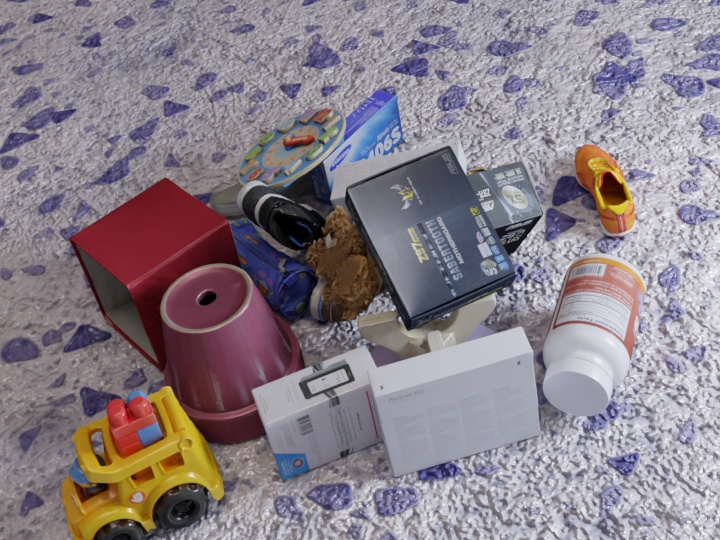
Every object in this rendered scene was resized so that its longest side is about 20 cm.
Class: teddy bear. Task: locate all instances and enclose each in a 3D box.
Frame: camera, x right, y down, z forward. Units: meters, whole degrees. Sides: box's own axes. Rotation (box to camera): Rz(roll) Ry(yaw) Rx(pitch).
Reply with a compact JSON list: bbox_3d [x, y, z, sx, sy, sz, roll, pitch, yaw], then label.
[{"bbox_3d":[-0.016,-0.011,1.462,0.199,0.066,0.147,23,90,62],"label":"teddy bear"}]

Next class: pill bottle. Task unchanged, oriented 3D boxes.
[{"bbox_3d":[0.298,0.084,1.366,0.111,0.113,0.201,7,47,21],"label":"pill bottle"}]

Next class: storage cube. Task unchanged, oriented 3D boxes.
[{"bbox_3d":[-0.289,0.004,1.562,0.179,0.173,0.199,-36,46,-25],"label":"storage cube"}]

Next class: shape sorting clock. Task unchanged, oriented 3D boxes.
[{"bbox_3d":[-0.112,-0.198,1.695,0.197,0.040,0.201,-21,31,13],"label":"shape sorting clock"}]

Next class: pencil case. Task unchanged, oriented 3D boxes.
[{"bbox_3d":[-0.145,-0.007,1.597,0.078,0.088,0.199,-36,46,-18],"label":"pencil case"}]

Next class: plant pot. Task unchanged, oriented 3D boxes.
[{"bbox_3d":[-0.185,0.099,1.427,0.197,0.181,0.202,-8,43,7],"label":"plant pot"}]

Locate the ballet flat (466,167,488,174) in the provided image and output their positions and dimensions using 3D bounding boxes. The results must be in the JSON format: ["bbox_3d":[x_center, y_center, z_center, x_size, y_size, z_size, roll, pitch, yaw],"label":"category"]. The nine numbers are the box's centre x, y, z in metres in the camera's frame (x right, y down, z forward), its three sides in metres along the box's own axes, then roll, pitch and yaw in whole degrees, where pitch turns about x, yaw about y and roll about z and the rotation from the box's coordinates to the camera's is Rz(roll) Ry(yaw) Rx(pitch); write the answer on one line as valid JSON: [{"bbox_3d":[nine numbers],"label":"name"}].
[{"bbox_3d":[0.134,-0.098,1.627,0.070,0.065,0.200,42,63,8],"label":"ballet flat"}]

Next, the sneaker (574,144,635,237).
[{"bbox_3d":[0.376,-0.138,1.607,0.072,0.078,0.201,-15,41,1],"label":"sneaker"}]

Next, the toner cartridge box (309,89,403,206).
[{"bbox_3d":[-0.007,-0.206,1.766,0.043,0.096,0.200,22,54,33],"label":"toner cartridge box"}]

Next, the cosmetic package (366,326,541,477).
[{"bbox_3d":[0.118,0.163,1.300,0.197,0.152,0.052,-15,42,-3],"label":"cosmetic package"}]

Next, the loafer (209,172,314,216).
[{"bbox_3d":[-0.160,-0.147,1.761,0.197,0.070,0.070,-20,42,-6],"label":"loafer"}]

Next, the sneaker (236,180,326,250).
[{"bbox_3d":[-0.091,-0.056,1.575,0.112,0.199,0.074,39,98,39],"label":"sneaker"}]

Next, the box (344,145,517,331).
[{"bbox_3d":[0.089,-0.044,1.368,0.156,0.051,0.202,-22,72,-11],"label":"box"}]

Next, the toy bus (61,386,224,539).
[{"bbox_3d":[-0.290,0.234,1.304,0.198,0.194,0.136,-25,45,-10],"label":"toy bus"}]

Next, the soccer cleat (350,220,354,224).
[{"bbox_3d":[0.055,-0.125,1.678,0.197,0.074,0.069,-14,42,0],"label":"soccer cleat"}]

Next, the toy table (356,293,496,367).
[{"bbox_3d":[0.090,0.092,1.409,0.197,0.118,0.185,-20,43,-9],"label":"toy table"}]

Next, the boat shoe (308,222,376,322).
[{"bbox_3d":[0.000,0.000,1.572,0.071,0.073,0.201,17,60,23],"label":"boat shoe"}]

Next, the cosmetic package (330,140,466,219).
[{"bbox_3d":[0.058,-0.133,1.579,0.197,0.051,0.083,-9,44,18],"label":"cosmetic package"}]

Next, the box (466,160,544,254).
[{"bbox_3d":[0.137,-0.063,1.498,0.197,0.164,0.087,-15,74,-13],"label":"box"}]

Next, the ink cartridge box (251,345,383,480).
[{"bbox_3d":[-0.028,0.175,1.352,0.197,0.117,0.068,-20,44,-8],"label":"ink cartridge box"}]
